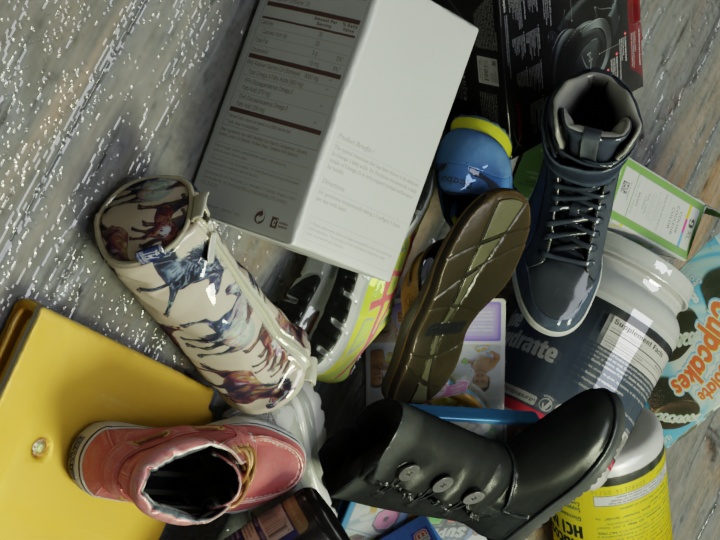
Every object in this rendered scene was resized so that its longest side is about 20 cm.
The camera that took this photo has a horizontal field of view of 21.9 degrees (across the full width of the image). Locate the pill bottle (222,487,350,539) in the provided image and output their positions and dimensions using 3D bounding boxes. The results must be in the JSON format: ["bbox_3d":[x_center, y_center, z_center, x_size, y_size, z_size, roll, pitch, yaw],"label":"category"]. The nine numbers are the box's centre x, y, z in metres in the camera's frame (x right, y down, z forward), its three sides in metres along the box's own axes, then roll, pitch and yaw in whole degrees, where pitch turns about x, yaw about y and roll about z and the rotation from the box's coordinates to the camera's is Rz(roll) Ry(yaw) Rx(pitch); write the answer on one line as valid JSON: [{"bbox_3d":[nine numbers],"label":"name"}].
[{"bbox_3d":[-0.090,0.256,1.365,0.199,0.112,0.112,-32,130,-3],"label":"pill bottle"}]

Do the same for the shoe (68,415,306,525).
[{"bbox_3d":[-0.099,0.145,1.308,0.199,0.091,0.072,7,95,-41],"label":"shoe"}]

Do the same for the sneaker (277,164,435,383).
[{"bbox_3d":[0.000,0.000,1.451,0.201,0.078,0.090,-59,151,-12],"label":"sneaker"}]

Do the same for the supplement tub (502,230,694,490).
[{"bbox_3d":[0.190,0.076,1.617,0.140,0.140,0.201,39,77,-47],"label":"supplement tub"}]

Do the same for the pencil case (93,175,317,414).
[{"bbox_3d":[-0.105,0.020,1.321,0.200,0.089,0.078,55,48,-42],"label":"pencil case"}]

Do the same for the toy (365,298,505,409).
[{"bbox_3d":[0.061,0.122,1.523,0.047,0.114,0.201,-85,174,-73],"label":"toy"}]

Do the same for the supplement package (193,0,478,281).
[{"bbox_3d":[-0.020,-0.111,1.347,0.117,0.117,0.201,22,88,-48],"label":"supplement package"}]

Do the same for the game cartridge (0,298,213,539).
[{"bbox_3d":[-0.200,0.133,1.306,0.200,0.032,0.177,33,79,-50],"label":"game cartridge"}]

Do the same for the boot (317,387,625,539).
[{"bbox_3d":[0.088,0.131,1.431,0.199,0.066,0.165,25,112,-35],"label":"boot"}]

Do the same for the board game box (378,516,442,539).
[{"bbox_3d":[0.033,0.308,1.555,0.152,0.045,0.200,-30,131,1],"label":"board game box"}]

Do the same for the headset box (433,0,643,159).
[{"bbox_3d":[0.155,-0.200,1.536,0.200,0.077,0.150,-31,125,-38],"label":"headset box"}]

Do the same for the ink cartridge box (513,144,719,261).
[{"bbox_3d":[0.234,-0.057,1.650,0.200,0.104,0.060,22,87,-49],"label":"ink cartridge box"}]

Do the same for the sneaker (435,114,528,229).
[{"bbox_3d":[0.097,-0.043,1.508,0.200,0.066,0.079,63,42,-59],"label":"sneaker"}]

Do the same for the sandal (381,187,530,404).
[{"bbox_3d":[0.063,0.018,1.447,0.081,0.055,0.201,-2,126,-42],"label":"sandal"}]

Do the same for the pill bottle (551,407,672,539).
[{"bbox_3d":[0.234,0.230,1.746,0.112,0.112,0.201,-32,125,-36],"label":"pill bottle"}]

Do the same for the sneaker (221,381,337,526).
[{"bbox_3d":[-0.069,0.180,1.445,0.082,0.075,0.201,-18,109,-28],"label":"sneaker"}]

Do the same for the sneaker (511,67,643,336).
[{"bbox_3d":[0.164,-0.056,1.429,0.146,0.076,0.203,90,10,-82],"label":"sneaker"}]

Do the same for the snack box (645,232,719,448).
[{"bbox_3d":[0.307,0.063,1.686,0.037,0.116,0.200,-25,163,-42],"label":"snack box"}]

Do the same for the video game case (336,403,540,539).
[{"bbox_3d":[0.050,0.194,1.517,0.142,0.018,0.201,5,123,-27],"label":"video game case"}]
